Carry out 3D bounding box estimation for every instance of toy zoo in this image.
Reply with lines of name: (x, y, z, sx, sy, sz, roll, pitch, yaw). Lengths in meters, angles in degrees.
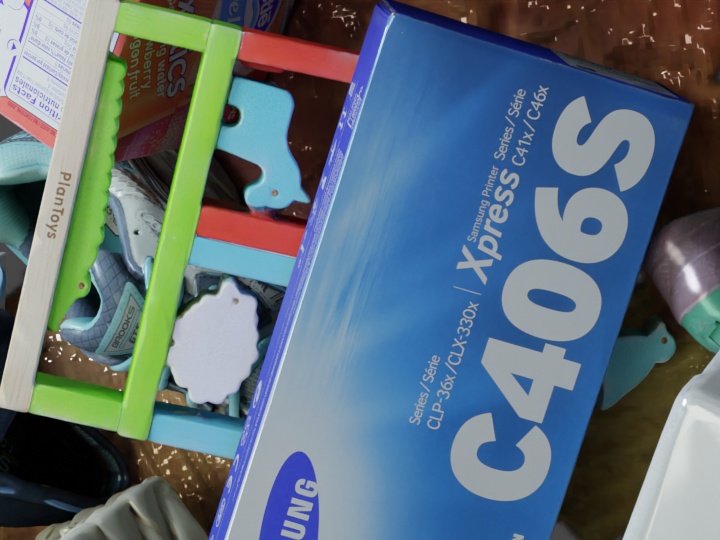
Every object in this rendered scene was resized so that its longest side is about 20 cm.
toy zoo: (0.000, 0.000, 0.790, 0.200, 0.020, 0.131, 12, 99, -7)

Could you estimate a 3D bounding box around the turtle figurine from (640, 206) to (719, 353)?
turtle figurine: (0.157, 0.059, 0.719, 0.150, 0.101, 0.200, -33, 73, 29)

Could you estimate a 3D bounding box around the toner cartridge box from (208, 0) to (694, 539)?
toner cartridge box: (0.021, 0.029, 0.764, 0.095, 0.043, 0.200, 16, 99, -7)

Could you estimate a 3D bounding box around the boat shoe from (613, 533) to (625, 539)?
boat shoe: (0.075, 0.173, 0.812, 0.068, 0.072, 0.200, -124, 35, -52)

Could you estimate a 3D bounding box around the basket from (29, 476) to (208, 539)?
basket: (-0.087, 0.186, 0.860, 0.123, 0.136, 0.200, -33, 91, 30)

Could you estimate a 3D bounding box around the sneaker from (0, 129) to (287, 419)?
sneaker: (-0.053, 0.021, 0.850, 0.200, 0.086, 0.078, 38, 117, 21)

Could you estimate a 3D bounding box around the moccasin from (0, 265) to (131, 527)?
moccasin: (-0.139, 0.030, 0.864, 0.068, 0.200, 0.081, 1, 71, 25)

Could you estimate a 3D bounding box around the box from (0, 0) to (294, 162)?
box: (-0.121, -0.129, 0.861, 0.200, 0.095, 0.103, 33, 115, 24)

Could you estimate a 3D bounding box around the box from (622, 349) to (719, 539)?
box: (0.162, 0.091, 0.590, 0.200, 0.152, 0.107, 22, 109, 13)

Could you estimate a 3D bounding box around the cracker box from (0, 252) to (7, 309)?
cracker box: (-0.210, 0.067, 0.892, 0.058, 0.200, 0.134, 14, 106, 32)
